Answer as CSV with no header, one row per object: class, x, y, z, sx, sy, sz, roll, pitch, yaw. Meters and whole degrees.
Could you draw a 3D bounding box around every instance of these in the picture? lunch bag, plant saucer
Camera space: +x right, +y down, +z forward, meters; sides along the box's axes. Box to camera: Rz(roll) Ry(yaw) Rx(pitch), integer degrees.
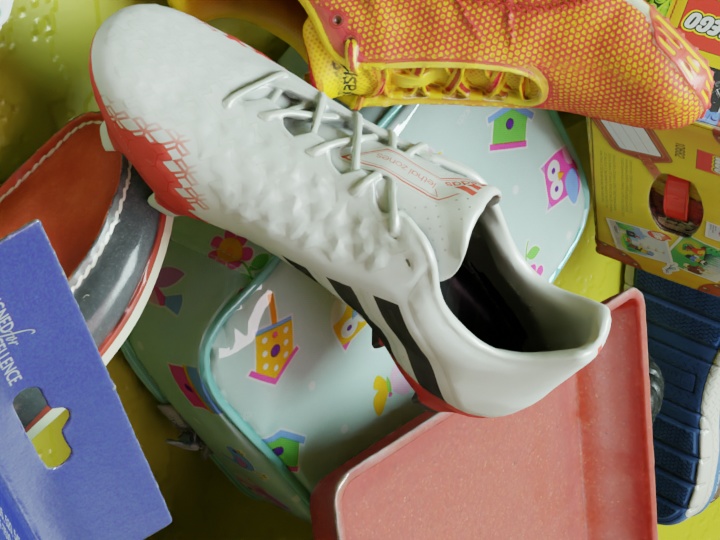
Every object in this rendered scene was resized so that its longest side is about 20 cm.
lunch bag,0.000,0.000,0.841,0.200,0.077,0.160,-53,138,-17
plant saucer,0.050,0.128,0.853,0.200,0.037,0.200,-29,121,-45

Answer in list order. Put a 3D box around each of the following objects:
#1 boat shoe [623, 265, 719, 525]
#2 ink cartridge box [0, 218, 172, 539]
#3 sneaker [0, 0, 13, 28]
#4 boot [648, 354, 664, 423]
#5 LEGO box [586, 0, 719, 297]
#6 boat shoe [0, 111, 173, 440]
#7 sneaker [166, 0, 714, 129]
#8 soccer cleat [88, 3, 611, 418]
boat shoe,0.171,0.024,1.050,0.072,0.072,0.200,-20,130,-46
ink cartridge box,-0.154,0.097,0.648,0.200,0.047,0.198,-28,148,-9
sneaker,-0.147,-0.081,0.659,0.200,0.075,0.089,-60,150,-11
boot,0.063,0.138,0.962,0.211,0.079,0.158,-42,141,-42
LEGO box,0.153,-0.091,0.879,0.200,0.077,0.149,67,44,-72
boat shoe,-0.135,0.025,0.714,0.200,0.071,0.063,-55,139,-7
sneaker,0.025,-0.081,0.752,0.073,0.200,0.077,75,37,-64
soccer cleat,-0.001,-0.024,0.713,0.200,0.085,0.069,42,55,-19
